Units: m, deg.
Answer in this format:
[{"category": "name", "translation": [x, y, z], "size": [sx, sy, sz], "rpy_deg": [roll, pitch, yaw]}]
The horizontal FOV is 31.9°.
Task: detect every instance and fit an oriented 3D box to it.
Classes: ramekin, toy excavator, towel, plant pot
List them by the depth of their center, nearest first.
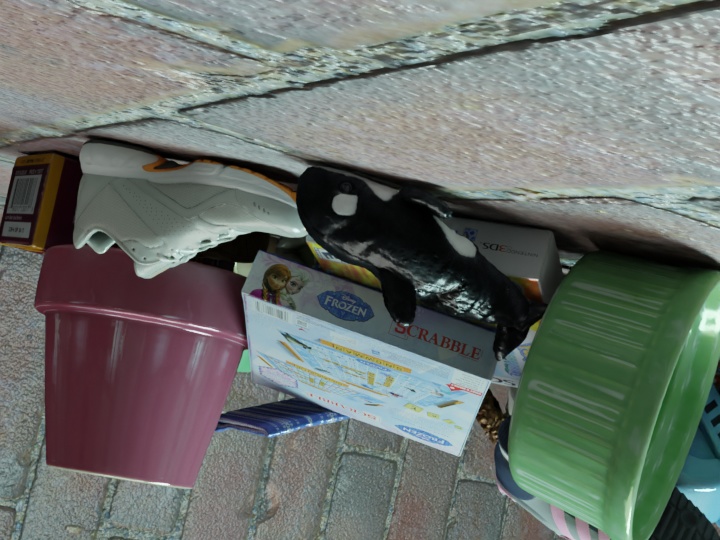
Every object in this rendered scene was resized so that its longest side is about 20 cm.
[{"category": "ramekin", "translation": [0.181, 0.084, 0.888], "size": [0.097, 0.203, 0.200], "rpy_deg": [19, 179, 24]}, {"category": "toy excavator", "translation": [0.237, 0.135, 1.008], "size": [0.197, 0.196, 0.101], "rpy_deg": [-15, 143, -7]}, {"category": "plant pot", "translation": [-0.191, 0.088, 1.081], "size": [0.197, 0.182, 0.200], "rpy_deg": [9, 171, 2]}, {"category": "towel", "translation": [-0.025, 0.131, 1.179], "size": [0.197, 0.024, 0.144], "rpy_deg": [-9, -179, -28]}]

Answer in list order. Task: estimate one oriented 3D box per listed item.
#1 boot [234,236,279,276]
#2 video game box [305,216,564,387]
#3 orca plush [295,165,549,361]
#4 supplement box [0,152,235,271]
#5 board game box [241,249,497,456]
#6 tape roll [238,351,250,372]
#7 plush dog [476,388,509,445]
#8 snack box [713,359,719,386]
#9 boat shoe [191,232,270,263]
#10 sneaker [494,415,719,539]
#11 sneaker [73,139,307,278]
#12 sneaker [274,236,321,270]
[{"category": "boot", "translation": [-0.067, 0.006, 1.423], "size": [0.153, 0.074, 0.200], "rpy_deg": [13, 177, 22]}, {"category": "video game box", "translation": [0.071, 0.024, 0.970], "size": [0.180, 0.047, 0.201], "rpy_deg": [7, 153, 22]}, {"category": "orca plush", "translation": [0.034, 0.012, 0.837], "size": [0.104, 0.072, 0.200], "rpy_deg": [-11, 139, 46]}, {"category": "supplement box", "translation": [-0.223, -0.042, 1.183], "size": [0.198, 0.087, 0.110], "rpy_deg": [15, 175, -32]}, {"category": "board game box", "translation": [0.005, 0.072, 1.017], "size": [0.197, 0.042, 0.200], "rpy_deg": [20, 156, 5]}, {"category": "tape roll", "translation": [-0.168, 0.026, 1.434], "size": [0.199, 0.048, 0.201], "rpy_deg": [34, -158, -16]}, {"category": "plush dog", "translation": [0.194, 0.100, 1.160], "size": [0.197, 0.174, 0.160], "rpy_deg": [14, 175, -6]}, {"category": "snack box", "translation": [0.318, 0.085, 1.045], "size": [0.197, 0.037, 0.117], "rpy_deg": [7, 140, 16]}, {"category": "boat shoe", "translation": [-0.164, -0.046, 1.082], "size": [0.071, 0.073, 0.199], "rpy_deg": [8, 180, 37]}, {"category": "sneaker", "translation": [0.189, 0.189, 0.977], "size": [0.199, 0.070, 0.083], "rpy_deg": [35, 144, 26]}, {"category": "sneaker", "translation": [-0.126, -0.034, 0.935], "size": [0.197, 0.093, 0.076], "rpy_deg": [11, 176, 23]}, {"category": "sneaker", "translation": [0.000, 0.000, 1.107], "size": [0.076, 0.077, 0.199], "rpy_deg": [11, 177, -39]}]
